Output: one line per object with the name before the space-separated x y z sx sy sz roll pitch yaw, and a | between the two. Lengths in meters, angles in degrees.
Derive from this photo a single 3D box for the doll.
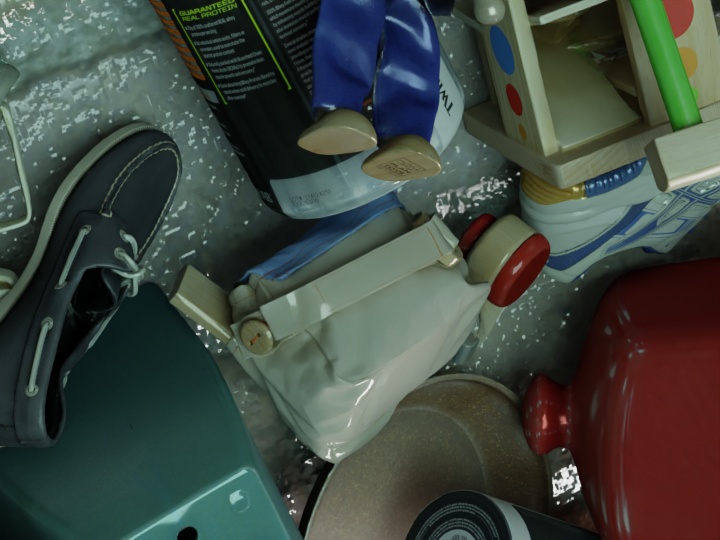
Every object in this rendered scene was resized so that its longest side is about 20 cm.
doll | 0.020 -0.146 1.432 0.136 0.048 0.201 20 68 -34

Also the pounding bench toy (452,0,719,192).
pounding bench toy | 0.130 -0.140 1.517 0.124 0.200 0.157 -21 113 -15

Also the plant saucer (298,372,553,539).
plant saucer | 0.027 0.151 1.626 0.200 0.037 0.202 -15 112 -41

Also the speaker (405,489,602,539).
speaker | 0.113 0.181 1.638 0.199 0.081 0.082 23 96 -46

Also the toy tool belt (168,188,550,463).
toy tool belt | 0.000 0.000 1.546 0.200 0.123 0.125 -37 160 -41

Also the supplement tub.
supplement tub | -0.039 -0.138 1.493 0.122 0.122 0.201 -34 116 -10

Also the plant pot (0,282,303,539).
plant pot | -0.107 0.125 1.500 0.141 0.200 0.142 -30 115 -11

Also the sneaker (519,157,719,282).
sneaker | 0.174 -0.058 1.643 0.199 0.075 0.089 -19 134 -19

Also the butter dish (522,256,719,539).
butter dish | 0.163 0.080 1.626 0.147 0.200 0.201 -1 107 2

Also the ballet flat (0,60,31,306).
ballet flat | -0.200 -0.010 1.493 0.063 0.067 0.202 2 103 -10

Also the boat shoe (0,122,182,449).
boat shoe | -0.135 0.010 1.493 0.201 0.062 0.073 -58 144 -28
